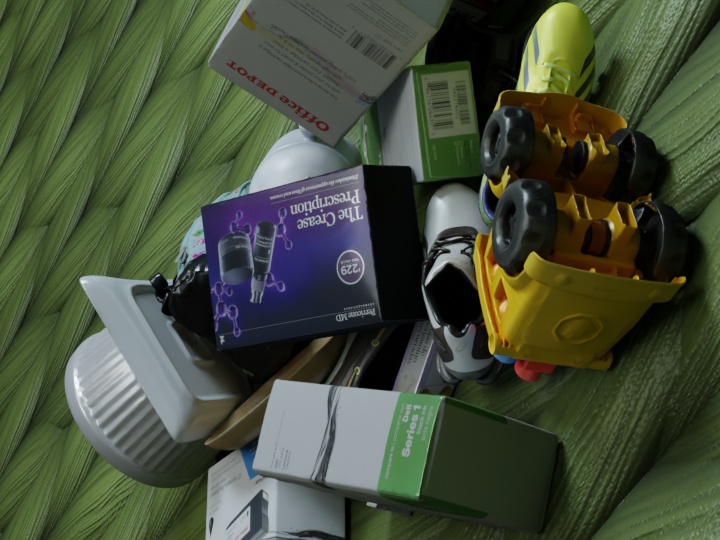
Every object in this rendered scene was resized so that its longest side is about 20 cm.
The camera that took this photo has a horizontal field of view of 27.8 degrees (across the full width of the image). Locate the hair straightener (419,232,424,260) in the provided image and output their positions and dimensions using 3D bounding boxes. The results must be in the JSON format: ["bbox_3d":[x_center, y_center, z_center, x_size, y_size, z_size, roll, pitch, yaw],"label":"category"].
[{"bbox_3d":[0.000,0.000,1.423,0.200,0.077,0.041,-26,51,53],"label":"hair straightener"}]

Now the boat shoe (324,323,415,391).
[{"bbox_3d":[0.006,0.117,1.350,0.061,0.072,0.202,21,91,60],"label":"boat shoe"}]

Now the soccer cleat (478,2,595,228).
[{"bbox_3d":[0.151,-0.125,1.221,0.084,0.065,0.201,-37,-35,-77],"label":"soccer cleat"}]

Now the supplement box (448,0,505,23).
[{"bbox_3d":[0.124,-0.318,1.359,0.200,0.109,0.061,-35,45,48],"label":"supplement box"}]

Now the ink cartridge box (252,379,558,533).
[{"bbox_3d":[0.033,0.147,1.170,0.200,0.146,0.085,2,75,47],"label":"ink cartridge box"}]

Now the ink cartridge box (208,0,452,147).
[{"bbox_3d":[-0.018,-0.246,1.326,0.200,0.147,0.145,-42,19,49],"label":"ink cartridge box"}]

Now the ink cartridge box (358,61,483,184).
[{"bbox_3d":[0.052,-0.133,1.376,0.200,0.059,0.104,-178,81,-75],"label":"ink cartridge box"}]

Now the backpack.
[{"bbox_3d":[-0.122,-0.001,1.566,0.126,0.167,0.200,-34,26,22],"label":"backpack"}]

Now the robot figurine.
[{"bbox_3d":[-0.052,-0.081,1.485,0.200,0.113,0.170,-76,-13,-75],"label":"robot figurine"}]

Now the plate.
[{"bbox_3d":[-0.186,0.083,1.525,0.032,0.200,0.200,-38,76,16],"label":"plate"}]

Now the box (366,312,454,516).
[{"bbox_3d":[0.052,0.119,1.304,0.039,0.041,0.200,21,91,60],"label":"box"}]

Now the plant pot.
[{"bbox_3d":[-0.070,0.113,1.433,0.200,0.027,0.200,-42,2,2],"label":"plant pot"}]

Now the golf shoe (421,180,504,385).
[{"bbox_3d":[0.089,-0.005,1.237,0.078,0.095,0.200,-11,58,7],"label":"golf shoe"}]

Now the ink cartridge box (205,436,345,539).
[{"bbox_3d":[-0.084,0.268,1.407,0.145,0.084,0.200,-39,43,46],"label":"ink cartridge box"}]

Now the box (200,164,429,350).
[{"bbox_3d":[-0.044,-0.008,1.326,0.200,0.079,0.142,-12,85,38],"label":"box"}]

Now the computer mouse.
[{"bbox_3d":[0.118,-0.162,1.355,0.200,0.046,0.141,28,109,60],"label":"computer mouse"}]

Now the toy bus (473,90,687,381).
[{"bbox_3d":[0.148,-0.014,1.144,0.192,0.135,0.200,114,157,-44],"label":"toy bus"}]

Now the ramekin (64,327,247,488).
[{"bbox_3d":[-0.216,0.129,1.612,0.105,0.200,0.200,-42,39,28],"label":"ramekin"}]
